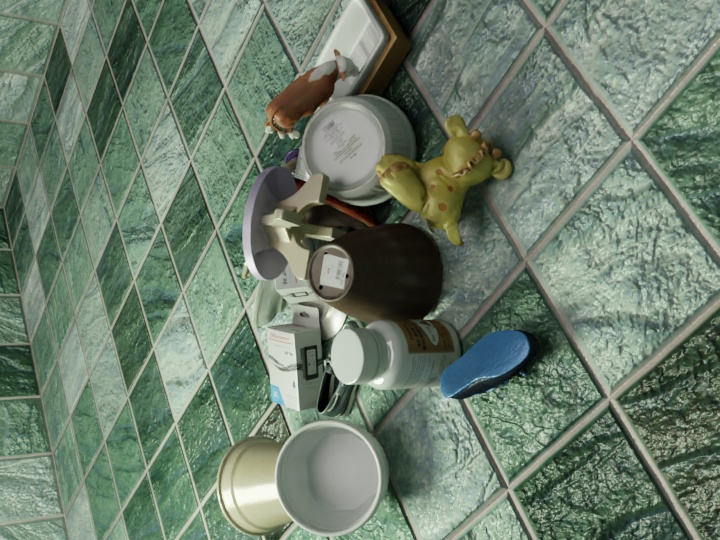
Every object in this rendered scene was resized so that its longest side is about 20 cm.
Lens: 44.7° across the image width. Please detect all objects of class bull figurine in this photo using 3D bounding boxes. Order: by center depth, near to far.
[{"bbox_3d":[-0.092,-0.309,1.562,0.065,0.200,0.122,48,157,14],"label":"bull figurine"}]

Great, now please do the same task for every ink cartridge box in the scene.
[{"bbox_3d":[-0.126,-0.011,1.681,0.200,0.066,0.116,69,-165,-78],"label":"ink cartridge box"},{"bbox_3d":[-0.135,0.175,1.793,0.116,0.068,0.201,5,100,54],"label":"ink cartridge box"}]

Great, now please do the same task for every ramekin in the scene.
[{"bbox_3d":[-0.010,-0.215,1.555,0.199,0.105,0.201,2,94,24],"label":"ramekin"},{"bbox_3d":[-0.042,0.366,1.573,0.199,0.105,0.201,-2,84,17],"label":"ramekin"}]

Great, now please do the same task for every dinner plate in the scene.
[{"bbox_3d":[-0.084,0.043,1.790,0.200,0.024,0.201,-2,87,53],"label":"dinner plate"}]

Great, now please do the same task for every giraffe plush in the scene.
[{"bbox_3d":[0.140,-0.157,1.397,0.162,0.172,0.200,-50,36,13],"label":"giraffe plush"}]

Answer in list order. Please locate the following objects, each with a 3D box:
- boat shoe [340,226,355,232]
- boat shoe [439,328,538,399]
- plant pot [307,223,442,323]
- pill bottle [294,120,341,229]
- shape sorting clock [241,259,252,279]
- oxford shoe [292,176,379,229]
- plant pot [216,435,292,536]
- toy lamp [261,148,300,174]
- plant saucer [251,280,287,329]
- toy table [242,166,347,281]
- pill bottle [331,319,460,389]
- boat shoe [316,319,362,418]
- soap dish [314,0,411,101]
[{"bbox_3d":[0.000,0.000,1.640,0.066,0.072,0.201,-53,41,43],"label":"boat shoe"},{"bbox_3d":[0.204,0.142,1.351,0.200,0.068,0.084,-32,55,48],"label":"boat shoe"},{"bbox_3d":[0.009,0.006,1.469,0.186,0.200,0.188,-2,87,34],"label":"plant pot"},{"bbox_3d":[-0.071,-0.184,1.704,0.113,0.113,0.201,30,113,50],"label":"pill bottle"},{"bbox_3d":[-0.184,-0.071,1.743,0.200,0.039,0.201,-156,90,-88],"label":"shape sorting clock"},{"bbox_3d":[-0.062,-0.106,1.637,0.071,0.199,0.073,-78,12,-72],"label":"oxford shoe"},{"bbox_3d":[-0.151,0.417,1.727,0.183,0.200,0.201,-21,72,47],"label":"plant pot"},{"bbox_3d":[-0.144,-0.203,1.760,0.058,0.200,0.058,6,114,14],"label":"toy lamp"},{"bbox_3d":[-0.174,0.032,1.836,0.200,0.050,0.201,16,-90,-86],"label":"plant saucer"},{"bbox_3d":[-0.119,-0.081,1.510,0.117,0.184,0.201,4,93,35],"label":"toy table"},{"bbox_3d":[0.057,0.138,1.437,0.114,0.199,0.115,-3,86,53],"label":"pill bottle"},{"bbox_3d":[-0.039,0.191,1.687,0.073,0.062,0.201,30,113,51],"label":"boat shoe"},{"bbox_3d":[0.005,-0.401,1.636,0.200,0.081,0.158,-55,47,38],"label":"soap dish"}]
